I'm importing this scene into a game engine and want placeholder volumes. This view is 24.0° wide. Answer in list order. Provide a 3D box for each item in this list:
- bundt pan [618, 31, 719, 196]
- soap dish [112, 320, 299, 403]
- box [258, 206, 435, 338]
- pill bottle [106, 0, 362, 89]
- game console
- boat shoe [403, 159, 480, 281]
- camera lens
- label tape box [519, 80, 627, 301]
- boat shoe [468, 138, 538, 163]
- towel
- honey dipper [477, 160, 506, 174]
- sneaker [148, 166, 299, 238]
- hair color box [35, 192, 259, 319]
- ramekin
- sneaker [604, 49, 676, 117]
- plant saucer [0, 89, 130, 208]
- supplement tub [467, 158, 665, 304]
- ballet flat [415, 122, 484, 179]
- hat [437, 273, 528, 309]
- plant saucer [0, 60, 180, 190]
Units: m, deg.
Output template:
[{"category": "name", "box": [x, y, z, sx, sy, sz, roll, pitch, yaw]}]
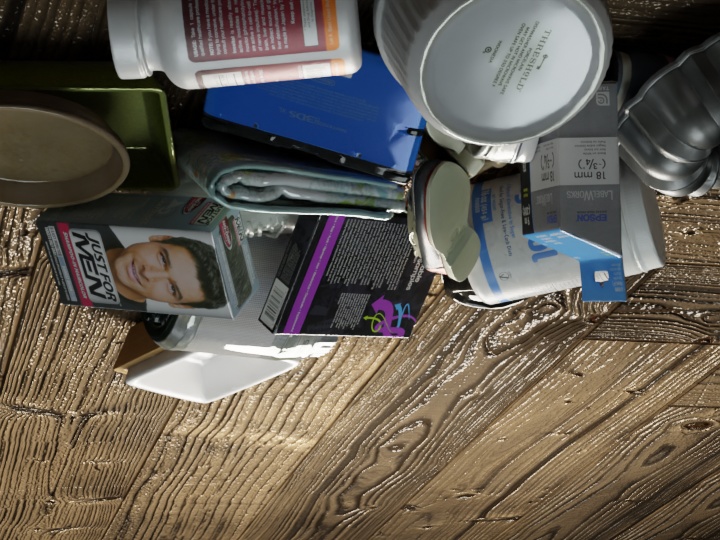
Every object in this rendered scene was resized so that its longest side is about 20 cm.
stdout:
[{"category": "bundt pan", "box": [0.337, -0.140, 1.581, 0.201, 0.076, 0.202, -24, 155, -12]}, {"category": "soap dish", "box": [-0.183, 0.092, 2.089, 0.199, 0.082, 0.157, -25, 149, 38]}, {"category": "box", "box": [0.000, 0.000, 1.753, 0.199, 0.036, 0.144, 5, 115, -43]}, {"category": "pill bottle", "box": [-0.101, -0.208, 1.382, 0.199, 0.114, 0.113, -5, 157, 1]}, {"category": "game console", "box": [-0.035, -0.159, 1.557, 0.199, 0.119, 0.171, 16, 124, 0]}, {"category": "boat shoe", "box": [0.072, -0.054, 1.671, 0.062, 0.071, 0.200, 31, 165, 23]}, {"category": "camera lens", "box": [-0.129, 0.012, 1.819, 0.199, 0.161, 0.160, 7, 154, -25]}, {"category": "label tape box", "box": [0.196, -0.070, 1.593, 0.063, 0.201, 0.144, -2, 179, -9]}, {"category": "boat shoe", "box": [0.132, -0.170, 1.540, 0.069, 0.071, 0.200, -3, 147, -7]}, {"category": "towel", "box": [-0.074, -0.090, 1.627, 0.199, 0.048, 0.171, 7, -168, -24]}, {"category": "honey dipper", "box": [0.079, -0.082, 1.798, 0.199, 0.038, 0.038, -26, 149, 37]}, {"category": "sneaker", "box": [-0.123, -0.041, 1.711, 0.199, 0.116, 0.074, 14, 149, -13]}, {"category": "hair color box", "box": [-0.205, -0.016, 1.634, 0.199, 0.061, 0.100, 4, 124, 25]}, {"category": "ramekin", "box": [0.114, -0.193, 1.389, 0.201, 0.095, 0.203, -6, 131, -7]}, {"category": "sneaker", "box": [0.258, -0.144, 1.647, 0.081, 0.071, 0.200, 0, 158, -8]}, {"category": "plant saucer", "box": [-0.309, -0.111, 1.545, 0.199, 0.030, 0.200, -1, 156, 0]}, {"category": "supplement tub", "box": [0.210, -0.046, 1.787, 0.199, 0.133, 0.132, -13, 155, 17]}, {"category": "ballet flat", "box": [0.080, -0.127, 1.643, 0.069, 0.071, 0.200, -55, 142, 0]}, {"category": "hat", "box": [0.153, -0.002, 1.938, 0.199, 0.081, 0.201, -4, 155, -2]}, {"category": "plant saucer", "box": [-0.272, -0.139, 1.577, 0.198, 0.048, 0.200, 0, 156, -2]}]
